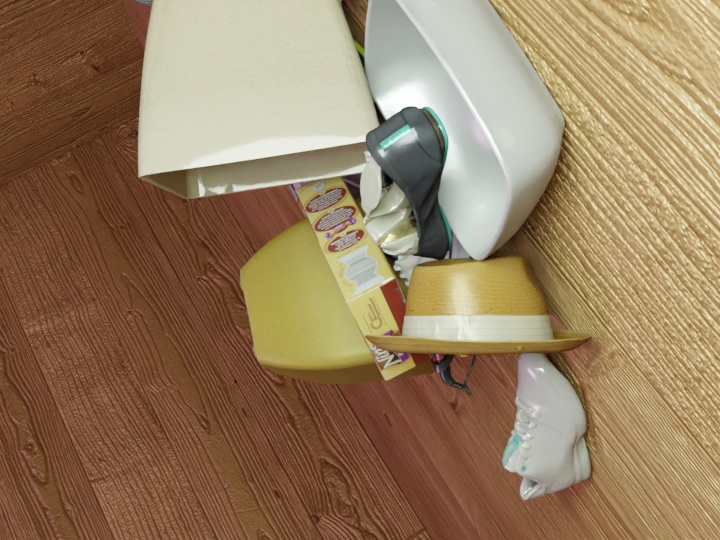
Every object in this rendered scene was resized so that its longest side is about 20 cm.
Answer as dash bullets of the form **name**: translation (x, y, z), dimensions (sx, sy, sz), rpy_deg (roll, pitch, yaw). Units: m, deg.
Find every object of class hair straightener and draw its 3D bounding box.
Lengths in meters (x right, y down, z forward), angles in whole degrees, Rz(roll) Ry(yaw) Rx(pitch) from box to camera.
- **hair straightener**: translation (0.104, 0.038, 1.188), dimensions (0.041, 0.077, 0.201), rpy_deg (-9, 96, 55)

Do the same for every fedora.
- **fedora**: translation (0.100, 0.029, 0.922), dimensions (0.201, 0.199, 0.082), rpy_deg (173, 97, -80)

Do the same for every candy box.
- **candy box**: translation (0.000, 0.000, 1.083), dimensions (0.117, 0.056, 0.200), rpy_deg (65, 178, -40)

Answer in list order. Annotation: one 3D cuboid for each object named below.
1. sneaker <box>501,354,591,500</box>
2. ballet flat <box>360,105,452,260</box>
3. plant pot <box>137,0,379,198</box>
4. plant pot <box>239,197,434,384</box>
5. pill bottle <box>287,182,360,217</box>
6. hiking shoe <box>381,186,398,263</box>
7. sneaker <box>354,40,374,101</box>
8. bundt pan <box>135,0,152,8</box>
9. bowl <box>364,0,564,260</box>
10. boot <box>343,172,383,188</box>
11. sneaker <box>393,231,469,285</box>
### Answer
- **sneaker**: translation (0.178, 0.166, 1.091), dimensions (0.075, 0.088, 0.201), rpy_deg (52, 166, 51)
- **ballet flat**: translation (0.032, -0.056, 0.850), dimensions (0.073, 0.073, 0.200), rpy_deg (57, 170, 24)
- **plant pot**: translation (-0.089, -0.173, 0.952), dimensions (0.200, 0.199, 0.178), rpy_deg (22, -120, -88)
- **plant pot**: translation (-0.031, 0.040, 1.285), dimensions (0.196, 0.199, 0.195), rpy_deg (59, -162, -76)
- **pill bottle**: translation (-0.062, -0.169, 1.326), dimensions (0.201, 0.116, 0.116), rpy_deg (60, 170, 15)
- **hiking shoe**: translation (0.090, -0.012, 1.109), dimensions (0.200, 0.074, 0.087), rpy_deg (50, 158, -23)
- **sneaker**: translation (-0.051, -0.253, 1.148), dimensions (0.201, 0.074, 0.084), rpy_deg (61, 167, 1)
- **bundt pan**: translation (-0.183, -0.368, 1.099), dimensions (0.202, 0.202, 0.076), rpy_deg (57, -172, 25)
- **bowl**: translation (0.081, -0.124, 0.820), dimensions (0.200, 0.074, 0.200), rpy_deg (59, 171, 13)
- **boot**: translation (-0.032, -0.145, 1.188), dimensions (0.200, 0.075, 0.097), rpy_deg (38, -165, 27)
- **sneaker**: translation (0.068, -0.005, 1.019), dimensions (0.073, 0.070, 0.201), rpy_deg (-76, -9, -51)
